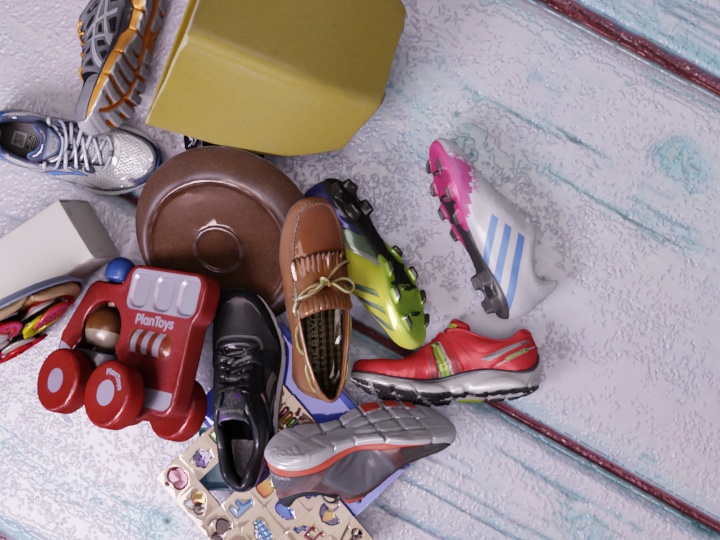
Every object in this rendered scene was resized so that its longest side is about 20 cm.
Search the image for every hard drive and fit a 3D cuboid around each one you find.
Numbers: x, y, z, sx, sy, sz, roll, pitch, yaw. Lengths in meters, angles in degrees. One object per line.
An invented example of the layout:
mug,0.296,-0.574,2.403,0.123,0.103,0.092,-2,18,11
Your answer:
hard drive,-0.062,0.173,1.216,0.132,0.025,0.200,-43,87,3

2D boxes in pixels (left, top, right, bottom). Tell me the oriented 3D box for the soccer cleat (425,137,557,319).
soccer cleat,0.136,-0.050,1.200,0.086,0.070,0.202,-24,92,-11

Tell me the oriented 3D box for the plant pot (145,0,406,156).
plant pot,-0.071,-0.223,1.127,0.198,0.195,0.196,21,67,-14

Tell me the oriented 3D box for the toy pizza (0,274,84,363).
toy pizza,-0.361,0.068,1.166,0.199,0.200,0.032,-33,86,4

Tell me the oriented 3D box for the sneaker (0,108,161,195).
sneaker,-0.309,-0.125,1.217,0.197,0.085,0.078,9,92,4

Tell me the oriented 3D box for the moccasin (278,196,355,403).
moccasin,-0.041,0.030,1.143,0.073,0.078,0.204,-2,101,-24

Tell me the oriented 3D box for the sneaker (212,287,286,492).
sneaker,-0.114,0.118,1.156,0.075,0.088,0.203,-5,89,5

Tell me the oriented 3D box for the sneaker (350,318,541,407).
sneaker,0.088,0.094,1.208,0.197,0.077,0.086,-2,71,4

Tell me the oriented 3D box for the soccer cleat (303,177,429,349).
soccer cleat,0.000,0.000,1.204,0.083,0.065,0.201,-36,79,27

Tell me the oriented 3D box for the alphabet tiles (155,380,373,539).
alphabet tiles,-0.087,0.234,1.202,0.167,0.008,0.200,-42,87,3

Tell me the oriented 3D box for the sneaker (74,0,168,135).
sneaker,-0.261,-0.234,1.210,0.076,0.078,0.202,11,71,11

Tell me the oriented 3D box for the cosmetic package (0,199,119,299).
cosmetic package,-0.362,0.009,1.215,0.199,0.104,0.074,-32,90,6

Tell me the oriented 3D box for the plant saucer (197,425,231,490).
plant saucer,-0.075,0.199,1.239,0.197,0.019,0.071,-1,91,4

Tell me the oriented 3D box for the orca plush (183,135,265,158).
orca plush,-0.146,-0.118,1.211,0.104,0.071,0.202,17,93,4

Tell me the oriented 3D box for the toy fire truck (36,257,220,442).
toy fire truck,-0.231,0.075,1.180,0.198,0.112,0.170,8,81,40

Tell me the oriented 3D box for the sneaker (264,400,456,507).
sneaker,0.000,0.190,1.171,0.197,0.077,0.083,-8,116,-13

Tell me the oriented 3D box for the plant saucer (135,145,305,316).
plant saucer,-0.141,-0.027,1.190,0.198,0.035,0.203,4,116,9
